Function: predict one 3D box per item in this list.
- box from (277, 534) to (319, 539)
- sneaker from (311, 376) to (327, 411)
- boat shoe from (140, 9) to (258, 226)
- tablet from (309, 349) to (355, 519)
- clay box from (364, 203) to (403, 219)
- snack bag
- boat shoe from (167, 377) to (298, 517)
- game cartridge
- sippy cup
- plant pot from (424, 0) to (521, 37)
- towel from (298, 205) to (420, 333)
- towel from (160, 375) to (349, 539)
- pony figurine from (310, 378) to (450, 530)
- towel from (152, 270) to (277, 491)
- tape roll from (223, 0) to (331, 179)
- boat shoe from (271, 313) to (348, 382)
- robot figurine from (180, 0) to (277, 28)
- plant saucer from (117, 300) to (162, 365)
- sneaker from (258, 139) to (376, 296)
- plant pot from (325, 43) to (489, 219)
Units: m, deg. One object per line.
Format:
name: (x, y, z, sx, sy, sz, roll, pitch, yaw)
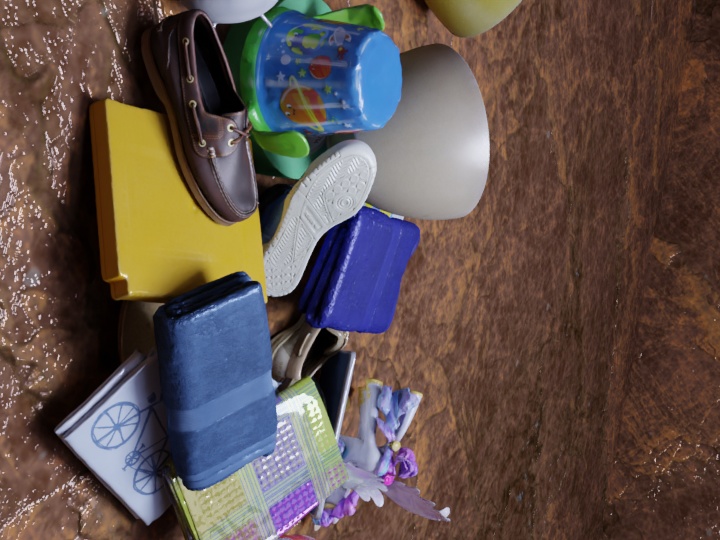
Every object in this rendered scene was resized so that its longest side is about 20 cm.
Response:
box: (-0.090, 0.386, 1.138, 0.200, 0.094, 0.104, 28, 75, -59)
sneaker: (-0.101, 0.209, 1.096, 0.090, 0.069, 0.202, 48, 58, -56)
boat shoe: (-0.138, -0.140, 0.874, 0.070, 0.070, 0.202, -46, 119, -56)
tablet: (-0.045, 0.198, 1.165, 0.014, 0.130, 0.202, 14, 83, -15)
clay box: (-0.003, -0.102, 1.205, 0.200, 0.047, 0.116, 46, 59, -53)
snack bag: (-0.177, 0.133, 0.909, 0.200, 0.021, 0.189, -45, 142, -19)
boat shoe: (-0.138, 0.190, 1.025, 0.201, 0.072, 0.072, -55, 166, -23)
game cartridge: (-0.169, -0.057, 0.890, 0.199, 0.032, 0.179, 7, 73, -55)
sippy cup: (-0.032, -0.196, 0.952, 0.139, 0.129, 0.180, 8, 90, -60)
plant pot: (0.134, -0.436, 1.244, 0.141, 0.199, 0.202, 28, 72, -31)
towel: (0.000, 0.000, 1.110, 0.200, 0.049, 0.149, 12, 97, -66)
towel: (-0.107, 0.214, 0.976, 0.199, 0.023, 0.145, -31, 113, -33)
pony figurine: (0.014, 0.246, 1.205, 0.166, 0.192, 0.202, 29, 69, -34)
towel: (-0.134, 0.104, 0.871, 0.111, 0.048, 0.202, -23, 127, -33)
tape roll: (-0.079, -0.205, 1.045, 0.200, 0.048, 0.203, -24, 119, -55)
boat shoe: (-0.045, 0.081, 1.164, 0.200, 0.064, 0.072, -46, 136, -45)
robot figurine: (-0.128, -0.318, 0.863, 0.168, 0.113, 0.202, -14, 116, -14)
plant saucer: (-0.182, 0.052, 0.947, 0.200, 0.035, 0.203, -23, 117, -57)
sneaker: (-0.058, -0.077, 1.009, 0.076, 0.112, 0.201, 22, 119, -24)
plant pot: (0.038, -0.148, 1.064, 0.133, 0.200, 0.203, -12, 112, -21)
